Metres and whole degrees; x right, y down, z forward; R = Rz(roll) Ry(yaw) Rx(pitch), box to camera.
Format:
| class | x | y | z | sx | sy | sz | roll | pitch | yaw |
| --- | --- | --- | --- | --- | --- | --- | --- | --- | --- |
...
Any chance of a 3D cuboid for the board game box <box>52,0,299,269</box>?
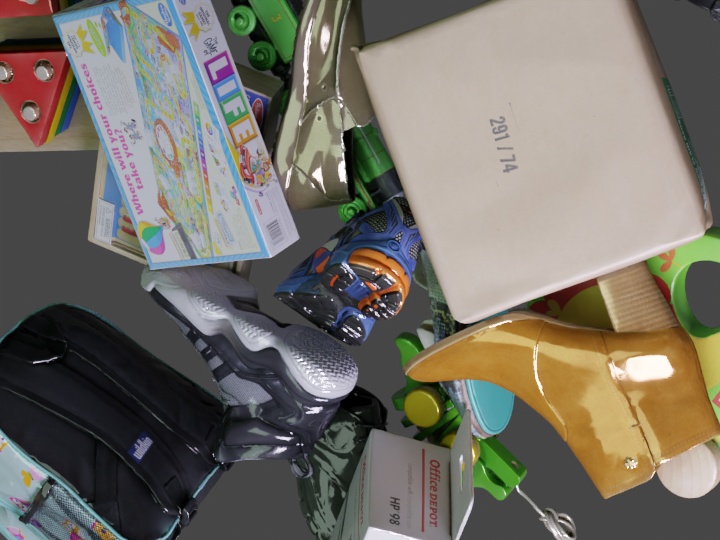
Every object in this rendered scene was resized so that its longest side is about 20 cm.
| class | x | y | z | sx | sy | sz | roll | pitch | yaw |
| --- | --- | --- | --- | --- | --- | --- | --- | --- | --- |
| board game box | -0.132 | -0.102 | 1.515 | 0.134 | 0.034 | 0.202 | -4 | 112 | 45 |

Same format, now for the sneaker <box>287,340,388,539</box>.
| class | x | y | z | sx | sy | sz | roll | pitch | yaw |
| --- | --- | --- | --- | --- | --- | --- | --- | --- | --- |
| sneaker | -0.010 | 0.144 | 1.637 | 0.090 | 0.076 | 0.201 | -29 | 97 | 26 |

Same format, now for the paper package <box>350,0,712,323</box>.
| class | x | y | z | sx | sy | sz | roll | pitch | yaw |
| --- | --- | --- | --- | --- | --- | --- | --- | --- | --- |
| paper package | 0.120 | -0.089 | 1.434 | 0.189 | 0.103 | 0.202 | -20 | 90 | 15 |

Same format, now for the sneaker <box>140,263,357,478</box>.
| class | x | y | z | sx | sy | sz | roll | pitch | yaw |
| --- | --- | --- | --- | --- | --- | --- | --- | --- | --- |
| sneaker | -0.098 | 0.076 | 1.592 | 0.199 | 0.075 | 0.115 | 31 | 113 | 28 |

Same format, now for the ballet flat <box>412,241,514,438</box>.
| class | x | y | z | sx | sy | sz | roll | pitch | yaw |
| --- | --- | --- | --- | --- | --- | --- | --- | --- | --- |
| ballet flat | 0.070 | 0.023 | 1.563 | 0.074 | 0.074 | 0.202 | 1 | 105 | 24 |

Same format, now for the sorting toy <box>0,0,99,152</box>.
| class | x | y | z | sx | sy | sz | roll | pitch | yaw |
| --- | --- | --- | --- | --- | --- | --- | --- | --- | --- |
| sorting toy | -0.285 | -0.183 | 1.639 | 0.198 | 0.070 | 0.201 | 0 | 109 | 24 |

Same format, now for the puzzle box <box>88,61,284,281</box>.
| class | x | y | z | sx | sy | sz | roll | pitch | yaw |
| --- | --- | --- | --- | --- | --- | --- | --- | --- | --- |
| puzzle box | -0.134 | -0.079 | 1.603 | 0.132 | 0.025 | 0.201 | 21 | 130 | 11 |

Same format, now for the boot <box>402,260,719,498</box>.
| class | x | y | z | sx | sy | sz | roll | pitch | yaw |
| --- | --- | --- | --- | --- | --- | --- | --- | --- | --- |
| boot | 0.139 | 0.091 | 1.475 | 0.200 | 0.071 | 0.145 | -21 | 87 | 18 |

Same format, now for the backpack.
| class | x | y | z | sx | sy | sz | roll | pitch | yaw |
| --- | --- | --- | --- | --- | --- | --- | --- | --- | --- |
| backpack | -0.219 | 0.135 | 1.664 | 0.200 | 0.176 | 0.153 | 42 | 136 | -5 |

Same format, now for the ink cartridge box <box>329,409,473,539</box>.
| class | x | y | z | sx | sy | sz | roll | pitch | yaw |
| --- | --- | --- | --- | --- | --- | --- | --- | --- | --- |
| ink cartridge box | 0.020 | 0.200 | 1.544 | 0.066 | 0.116 | 0.201 | 15 | 122 | -8 |

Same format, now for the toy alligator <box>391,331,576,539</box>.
| class | x | y | z | sx | sy | sz | roll | pitch | yaw |
| --- | --- | --- | --- | --- | --- | --- | --- | --- | --- |
| toy alligator | 0.080 | 0.136 | 1.598 | 0.054 | 0.059 | 0.200 | -39 | 90 | 33 |

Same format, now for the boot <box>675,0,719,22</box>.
| class | x | y | z | sx | sy | sz | roll | pitch | yaw |
| --- | --- | --- | --- | --- | --- | --- | --- | --- | --- |
| boot | 0.287 | -0.230 | 1.351 | 0.157 | 0.079 | 0.212 | 31 | 130 | 19 |

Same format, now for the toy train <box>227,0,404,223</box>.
| class | x | y | z | sx | sy | sz | roll | pitch | yaw |
| --- | --- | --- | --- | --- | --- | --- | --- | --- | --- |
| toy train | -0.029 | -0.123 | 1.563 | 0.056 | 0.042 | 0.201 | -29 | 96 | 20 |

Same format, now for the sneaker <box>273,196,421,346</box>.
| class | x | y | z | sx | sy | sz | roll | pitch | yaw |
| --- | --- | --- | --- | --- | --- | --- | --- | --- | --- |
| sneaker | 0.000 | 0.000 | 1.549 | 0.075 | 0.079 | 0.200 | 37 | 159 | -13 |

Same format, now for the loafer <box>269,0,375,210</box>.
| class | x | y | z | sx | sy | sz | roll | pitch | yaw |
| --- | --- | --- | --- | --- | --- | --- | --- | --- | --- |
| loafer | -0.016 | -0.135 | 1.507 | 0.067 | 0.076 | 0.202 | 14 | 111 | 3 |

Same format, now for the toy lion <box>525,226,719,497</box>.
| class | x | y | z | sx | sy | sz | roll | pitch | yaw |
| --- | --- | --- | --- | --- | --- | --- | --- | --- | --- |
| toy lion | 0.214 | 0.048 | 1.509 | 0.192 | 0.069 | 0.201 | 43 | 121 | 13 |
